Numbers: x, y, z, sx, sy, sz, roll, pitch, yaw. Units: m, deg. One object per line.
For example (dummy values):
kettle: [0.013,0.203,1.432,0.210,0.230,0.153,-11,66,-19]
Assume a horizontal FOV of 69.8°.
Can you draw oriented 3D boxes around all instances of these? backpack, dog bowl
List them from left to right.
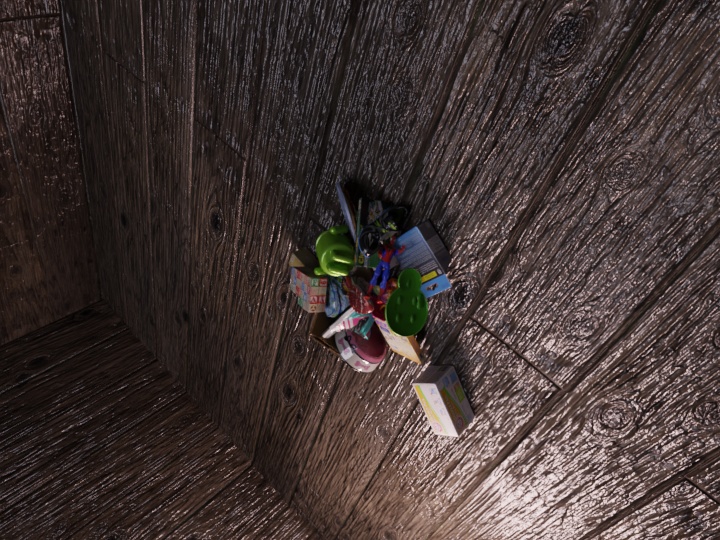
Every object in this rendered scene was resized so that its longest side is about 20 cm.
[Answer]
backpack: [-0.079,0.065,1.770,0.200,0.154,0.163,58,142,0]
dog bowl: [0.007,0.249,1.785,0.074,0.200,0.200,-40,83,31]

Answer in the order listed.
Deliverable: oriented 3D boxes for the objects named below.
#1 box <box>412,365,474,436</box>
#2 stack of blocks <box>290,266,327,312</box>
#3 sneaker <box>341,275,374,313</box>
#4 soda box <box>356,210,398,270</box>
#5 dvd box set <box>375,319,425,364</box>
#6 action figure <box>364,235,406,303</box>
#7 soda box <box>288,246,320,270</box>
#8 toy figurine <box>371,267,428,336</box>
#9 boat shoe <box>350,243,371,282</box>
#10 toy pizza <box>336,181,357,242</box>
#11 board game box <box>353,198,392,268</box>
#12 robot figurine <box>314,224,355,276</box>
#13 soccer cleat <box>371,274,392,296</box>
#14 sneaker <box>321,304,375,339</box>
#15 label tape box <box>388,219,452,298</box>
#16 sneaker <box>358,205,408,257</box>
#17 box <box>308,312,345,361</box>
box: [0.272,0.424,1.683,0.101,0.112,0.200,-13,106,48]
stack of blocks: [-0.180,0.061,1.763,0.200,0.058,0.115,26,113,61]
sneaker: [0.004,0.065,1.582,0.200,0.082,0.078,-124,37,-57]
soda box: [0.055,-0.102,1.608,0.068,0.064,0.200,-1,114,45]
dvd box set: [0.124,0.214,1.697,0.146,0.029,0.200,19,147,49]
action figure: [0.072,-0.013,1.472,0.065,0.200,0.099,19,166,-6]
soda box: [-0.172,0.009,1.898,0.200,0.068,0.064,47,139,12]
toy figurine: [0.094,0.087,1.563,0.184,0.150,0.200,6,92,60]
boat shoe: [0.000,0.000,1.699,0.072,0.065,0.200,0,99,-1]
toy pizza: [-0.033,-0.181,1.604,0.200,0.032,0.201,163,90,-87]
board game box: [0.038,-0.107,1.528,0.023,0.105,0.200,-2,82,64]
robot figurine: [-0.080,-0.058,1.641,0.200,0.115,0.176,-114,39,-59]
soccer cleat: [0.109,0.078,1.666,0.200,0.065,0.084,35,132,25]
sneaker: [-0.025,0.186,1.684,0.200,0.084,0.121,-41,96,24]
label tape box: [0.188,-0.029,1.519,0.144,0.063,0.200,-30,91,52]
sneaker: [0.066,-0.121,1.479,0.071,0.200,0.083,47,159,-12]
box: [-0.093,0.203,1.807,0.163,0.200,0.021,37,122,-16]
